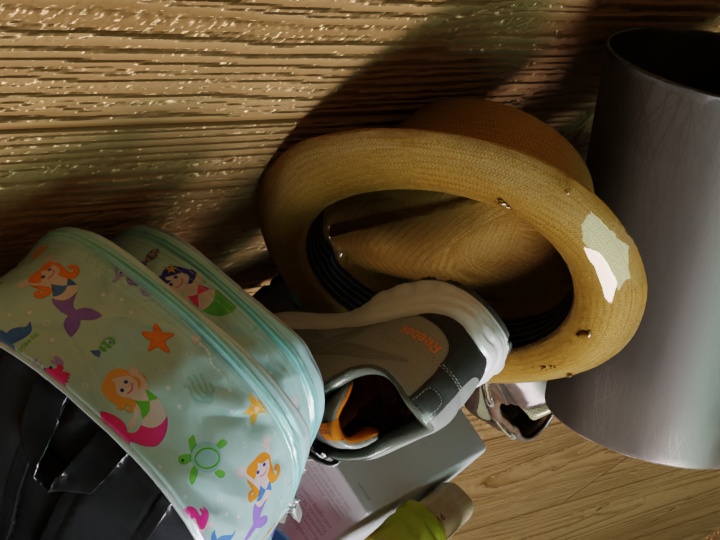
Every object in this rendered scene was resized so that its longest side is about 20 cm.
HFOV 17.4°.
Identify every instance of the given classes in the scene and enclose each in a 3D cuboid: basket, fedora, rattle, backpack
[{"bbox_3d":[0.174,-0.010,1.218,0.180,0.136,0.200,-12,121,-52],"label":"basket"},{"bbox_3d":[0.050,-0.026,1.156,0.201,0.201,0.082,-51,-168,53],"label":"fedora"},{"bbox_3d":[0.019,0.230,1.404,0.200,0.143,0.130,-50,-172,27],"label":"rattle"},{"bbox_3d":[-0.108,0.070,1.077,0.151,0.178,0.200,-46,170,-23],"label":"backpack"}]

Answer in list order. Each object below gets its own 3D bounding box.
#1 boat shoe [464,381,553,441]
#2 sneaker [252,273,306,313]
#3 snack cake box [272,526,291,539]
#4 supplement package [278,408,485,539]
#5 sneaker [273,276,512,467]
[{"bbox_3d":[0.091,0.042,1.301,0.075,0.075,0.202,-39,164,-10],"label":"boat shoe"},{"bbox_3d":[0.000,0.000,1.261,0.200,0.074,0.088,-34,157,-24],"label":"sneaker"},{"bbox_3d":[-0.122,0.150,1.224,0.115,0.200,0.067,-29,133,-26],"label":"snack cake box"},{"bbox_3d":[-0.042,0.128,1.448,0.117,0.117,0.200,-24,165,-46],"label":"supplement package"},{"bbox_3d":[-0.020,0.062,1.158,0.200,0.074,0.079,-22,-156,44],"label":"sneaker"}]
